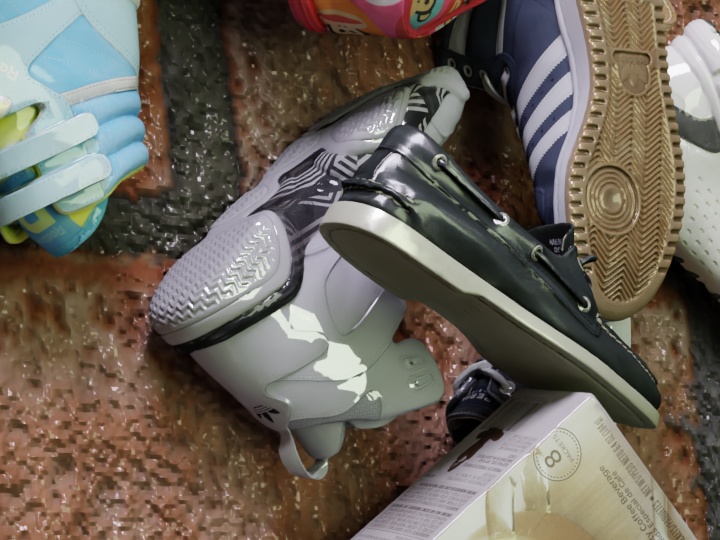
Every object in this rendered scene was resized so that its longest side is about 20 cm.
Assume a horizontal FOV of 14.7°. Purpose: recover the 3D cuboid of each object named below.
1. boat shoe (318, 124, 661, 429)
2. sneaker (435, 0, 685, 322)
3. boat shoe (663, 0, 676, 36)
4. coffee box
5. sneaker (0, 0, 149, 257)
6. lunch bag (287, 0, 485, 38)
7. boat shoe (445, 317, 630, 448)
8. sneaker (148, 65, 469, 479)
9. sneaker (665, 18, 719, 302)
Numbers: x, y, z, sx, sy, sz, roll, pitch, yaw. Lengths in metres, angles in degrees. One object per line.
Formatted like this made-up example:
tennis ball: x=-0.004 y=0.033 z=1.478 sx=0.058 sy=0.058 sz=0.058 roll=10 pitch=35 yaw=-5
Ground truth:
boat shoe: x=0.069 y=0.002 z=1.224 sx=0.199 sy=0.074 sz=0.066 roll=33 pitch=72 yaw=-27
sneaker: x=0.092 y=-0.068 z=1.329 sx=0.070 sy=0.108 sz=0.201 roll=8 pitch=75 yaw=-36
boat shoe: x=0.107 y=-0.199 z=1.388 sx=0.200 sy=0.066 sz=0.074 roll=55 pitch=21 yaw=-14
coffee box: x=0.045 y=0.157 z=1.210 sx=0.200 sy=0.080 sz=0.114 roll=-41 pitch=104 yaw=-17
sneaker: x=-0.165 y=-0.068 z=1.142 sx=0.200 sy=0.079 sz=0.131 roll=-5 pitch=80 yaw=-39
lunch bag: x=0.024 y=-0.215 z=1.257 sx=0.176 sy=0.082 sz=0.201 roll=-38 pitch=129 yaw=-58
boat shoe: x=0.073 y=0.069 z=1.307 sx=0.068 sy=0.072 sz=0.201 roll=21 pitch=73 yaw=-35
sneaker: x=0.000 y=0.000 z=1.262 sx=0.200 sy=0.075 sz=0.115 roll=-46 pitch=109 yaw=-32
sneaker: x=0.177 y=-0.026 z=1.423 sx=0.080 sy=0.074 sz=0.200 roll=-24 pitch=106 yaw=-1
